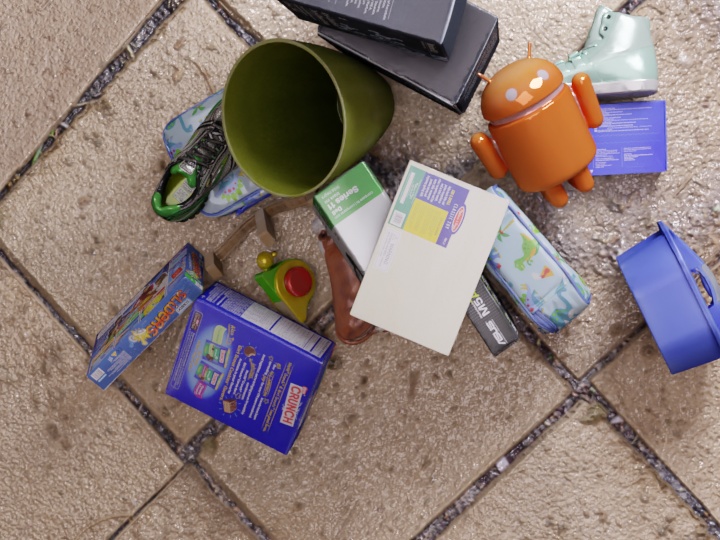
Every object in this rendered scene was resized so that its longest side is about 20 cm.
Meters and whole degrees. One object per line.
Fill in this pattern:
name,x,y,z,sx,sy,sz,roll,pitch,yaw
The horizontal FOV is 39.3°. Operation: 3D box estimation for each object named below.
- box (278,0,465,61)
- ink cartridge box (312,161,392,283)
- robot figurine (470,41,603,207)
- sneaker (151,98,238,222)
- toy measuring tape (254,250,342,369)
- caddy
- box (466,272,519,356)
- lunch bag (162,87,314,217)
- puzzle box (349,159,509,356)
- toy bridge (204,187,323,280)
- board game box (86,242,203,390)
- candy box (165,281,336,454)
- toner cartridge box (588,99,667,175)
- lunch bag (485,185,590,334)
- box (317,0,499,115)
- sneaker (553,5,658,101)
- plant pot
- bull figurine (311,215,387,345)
box,0.018,-0.322,1.137,0.197,0.148,0.109,17,96,7
ink cartridge box,0.024,-0.027,1.304,0.083,0.147,0.201,-34,88,-4
robot figurine,0.223,-0.180,1.278,0.143,0.117,0.202,-15,112,40
sneaker,-0.203,-0.145,1.332,0.078,0.085,0.201,34,98,0
toy measuring tape,-0.076,0.047,1.431,0.073,0.074,0.201,-35,106,9
caddy,0.415,0.036,1.315,0.104,0.141,0.202,-26,92,14
box,0.137,0.008,1.321,0.047,0.200,0.194,-36,90,7
lunch bag,-0.163,-0.173,1.407,0.198,0.082,0.162,-28,90,9
puzzle box,0.083,-0.015,1.212,0.131,0.025,0.202,22,94,3
toy bridge,-0.134,-0.063,1.420,0.199,0.068,0.027,-32,125,11
board game box,-0.301,0.061,1.420,0.200,0.136,0.034,-44,111,10
candy box,-0.154,0.137,1.414,0.198,0.077,0.171,27,117,7
toner cartridge box,0.309,-0.175,1.359,0.197,0.043,0.097,-2,94,8
lunch bag,0.216,-0.015,1.322,0.082,0.161,0.201,-41,86,13
box,0.069,-0.303,1.305,0.198,0.197,0.125,28,97,5
sneaker,0.292,-0.287,1.342,0.197,0.074,0.120,-2,87,11
plant pot,-0.045,-0.205,1.290,0.185,0.199,0.190,9,108,30
bull figurine,0.000,0.000,1.407,0.119,0.065,0.203,-7,95,6
